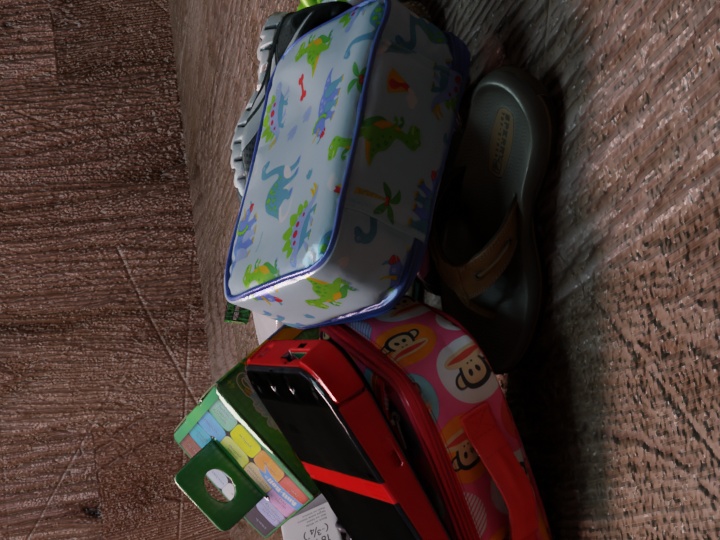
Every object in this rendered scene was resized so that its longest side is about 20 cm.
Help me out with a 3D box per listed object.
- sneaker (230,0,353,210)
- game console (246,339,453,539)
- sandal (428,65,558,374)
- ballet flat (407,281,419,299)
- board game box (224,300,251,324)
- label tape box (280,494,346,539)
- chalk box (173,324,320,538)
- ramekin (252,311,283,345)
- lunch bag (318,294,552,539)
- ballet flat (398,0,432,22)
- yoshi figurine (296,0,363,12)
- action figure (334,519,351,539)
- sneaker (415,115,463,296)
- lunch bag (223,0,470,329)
[{"bbox_3d":[-0.039,-0.117,1.095,0.090,0.066,0.201,-19,52,40],"label":"sneaker"},{"bbox_3d":[-0.003,0.124,0.985,0.177,0.031,0.200,57,165,-7],"label":"game console"},{"bbox_3d":[0.076,-0.026,0.935,0.082,0.054,0.201,31,128,35],"label":"sandal"},{"bbox_3d":[0.010,0.059,1.339,0.200,0.062,0.068,98,165,-48],"label":"ballet flat"},{"bbox_3d":[-0.077,-0.069,1.183,0.105,0.023,0.201,107,172,-63],"label":"board game box"},{"bbox_3d":[-0.009,0.290,1.390,0.144,0.063,0.201,49,-160,-48],"label":"label tape box"},{"bbox_3d":[-0.064,0.129,1.266,0.125,0.200,0.124,46,145,2],"label":"chalk box"},{"bbox_3d":[-0.060,-0.003,1.579,0.202,0.094,0.203,175,90,-78],"label":"ramekin"},{"bbox_3d":[0.058,0.121,0.982,0.176,0.082,0.201,31,146,60],"label":"lunch bag"},{"bbox_3d":[0.000,-0.123,1.183,0.065,0.070,0.200,58,137,21],"label":"ballet flat"},{"bbox_3d":[-0.016,-0.226,1.203,0.112,0.112,0.200,38,139,17],"label":"yoshi figurine"},{"bbox_3d":[0.034,0.193,1.203,0.200,0.102,0.119,-58,-34,-83],"label":"action figure"},{"bbox_3d":[0.051,-0.062,1.074,0.086,0.080,0.201,91,174,-55],"label":"sneaker"},{"bbox_3d":[-0.014,-0.066,0.976,0.161,0.082,0.201,-20,53,54],"label":"lunch bag"}]
